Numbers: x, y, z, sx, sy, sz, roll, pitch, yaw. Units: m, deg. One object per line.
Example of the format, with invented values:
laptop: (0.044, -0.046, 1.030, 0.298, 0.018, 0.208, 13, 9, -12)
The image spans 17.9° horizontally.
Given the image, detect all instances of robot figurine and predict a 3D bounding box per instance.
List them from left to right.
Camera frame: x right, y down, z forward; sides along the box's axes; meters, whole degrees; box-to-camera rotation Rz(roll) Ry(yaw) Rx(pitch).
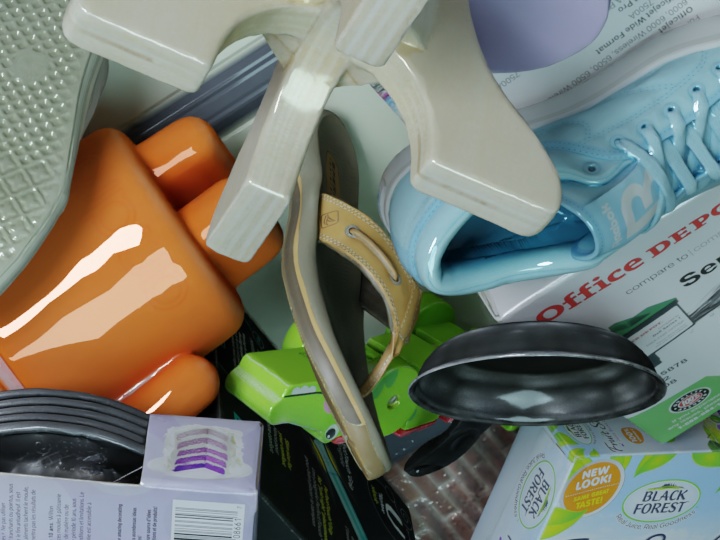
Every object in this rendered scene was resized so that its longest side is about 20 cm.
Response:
robot figurine: (-0.136, 0.013, 1.059, 0.200, 0.117, 0.144, -36, 105, -1)

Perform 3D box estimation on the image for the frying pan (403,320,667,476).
frying pan: (0.078, 0.059, 1.048, 0.115, 0.031, 0.190, 0, 162, 0)

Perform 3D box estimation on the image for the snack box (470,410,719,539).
snack box: (0.125, 0.160, 1.234, 0.142, 0.053, 0.200, 0, 126, -32)

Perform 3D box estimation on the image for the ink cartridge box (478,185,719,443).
ink cartridge box: (0.146, -0.012, 1.079, 0.146, 0.084, 0.200, -34, 147, 15)

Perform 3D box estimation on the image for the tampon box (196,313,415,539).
tampon box: (-0.068, 0.137, 1.152, 0.126, 0.150, 0.200, -30, 122, 13)

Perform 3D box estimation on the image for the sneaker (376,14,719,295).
sneaker: (0.108, -0.036, 0.920, 0.200, 0.082, 0.074, -23, 125, 7)

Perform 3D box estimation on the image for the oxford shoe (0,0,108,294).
oxford shoe: (-0.156, -0.054, 0.997, 0.075, 0.200, 0.058, 18, 151, 0)

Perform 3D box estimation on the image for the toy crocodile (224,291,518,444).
toy crocodile: (0.017, 0.055, 1.123, 0.200, 0.067, 0.062, -7, 119, -46)

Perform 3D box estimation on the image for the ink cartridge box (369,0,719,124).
ink cartridge box: (0.046, -0.157, 0.968, 0.144, 0.147, 0.200, -35, 121, 16)

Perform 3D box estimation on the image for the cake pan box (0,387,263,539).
cake pan box: (-0.139, 0.142, 1.021, 0.184, 0.052, 0.200, 3, 129, -2)

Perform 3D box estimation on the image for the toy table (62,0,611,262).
toy table: (-0.009, -0.095, 0.821, 0.199, 0.117, 0.184, 16, 144, -3)

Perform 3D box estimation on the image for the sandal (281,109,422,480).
sandal: (0.000, 0.000, 1.037, 0.054, 0.200, 0.080, -15, 138, 12)
